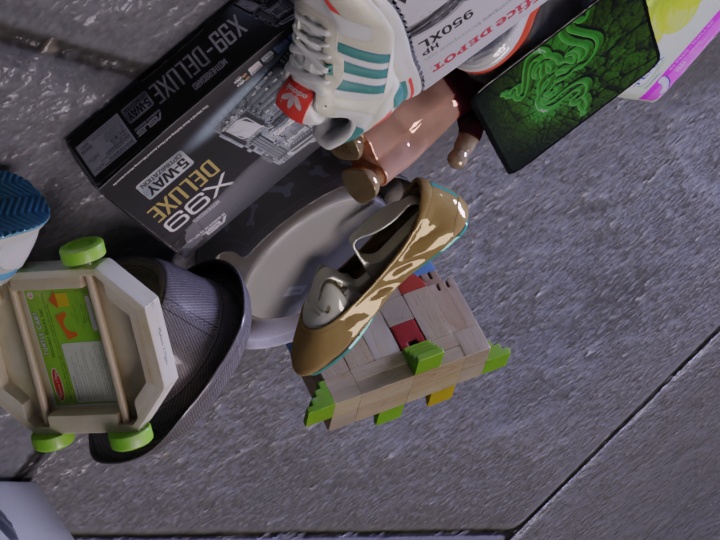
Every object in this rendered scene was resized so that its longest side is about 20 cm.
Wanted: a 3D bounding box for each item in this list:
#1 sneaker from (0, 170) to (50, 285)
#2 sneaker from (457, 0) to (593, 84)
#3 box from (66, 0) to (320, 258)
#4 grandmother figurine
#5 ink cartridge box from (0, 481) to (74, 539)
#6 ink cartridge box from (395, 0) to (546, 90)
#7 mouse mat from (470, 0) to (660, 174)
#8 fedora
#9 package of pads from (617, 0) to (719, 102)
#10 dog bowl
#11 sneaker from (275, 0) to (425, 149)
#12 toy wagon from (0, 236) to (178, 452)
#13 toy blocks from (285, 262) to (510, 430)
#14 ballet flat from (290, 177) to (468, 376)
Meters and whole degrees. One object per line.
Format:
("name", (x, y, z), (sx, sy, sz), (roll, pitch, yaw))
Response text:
("sneaker", (-0.304, -0.007, 1.411), (0.199, 0.077, 0.081), (-11, 145, -39))
("sneaker", (0.147, -0.219, 1.605), (0.200, 0.077, 0.082), (-43, 146, 4))
("box", (-0.095, -0.111, 1.527), (0.200, 0.050, 0.158), (-40, 153, 3))
("grandmother figurine", (0.061, -0.141, 1.643), (0.200, 0.060, 0.122), (-36, 126, -25))
("ink cartridge box", (-0.356, 0.249, 1.749), (0.145, 0.084, 0.200), (-48, 152, 20))
("ink cartridge box", (0.058, -0.236, 1.476), (0.144, 0.084, 0.200), (-35, 154, -2))
("mouse mat", (0.166, -0.151, 1.664), (0.161, 0.008, 0.200), (-37, 159, 2))
("fedora", (-0.175, 0.053, 1.609), (0.090, 0.200, 0.177), (37, 63, -30))
("package of pads", (0.248, -0.230, 1.740), (0.154, 0.068, 0.200), (1, 134, -53))
("dog bowl", (-0.046, -0.024, 1.720), (0.199, 0.059, 0.200), (-28, 152, -16))
("sneaker", (-0.018, -0.144, 1.432), (0.093, 0.070, 0.200), (-44, 157, -6))
("toy wagon", (-0.231, 0.055, 1.535), (0.199, 0.156, 0.040), (-3, -161, 27))
("toy blocks", (0.014, 0.048, 1.837), (0.199, 0.137, 0.100), (-19, 153, -19))
("ballet flat", (0.000, 0.000, 1.701), (0.200, 0.069, 0.063), (-46, 125, 11))
